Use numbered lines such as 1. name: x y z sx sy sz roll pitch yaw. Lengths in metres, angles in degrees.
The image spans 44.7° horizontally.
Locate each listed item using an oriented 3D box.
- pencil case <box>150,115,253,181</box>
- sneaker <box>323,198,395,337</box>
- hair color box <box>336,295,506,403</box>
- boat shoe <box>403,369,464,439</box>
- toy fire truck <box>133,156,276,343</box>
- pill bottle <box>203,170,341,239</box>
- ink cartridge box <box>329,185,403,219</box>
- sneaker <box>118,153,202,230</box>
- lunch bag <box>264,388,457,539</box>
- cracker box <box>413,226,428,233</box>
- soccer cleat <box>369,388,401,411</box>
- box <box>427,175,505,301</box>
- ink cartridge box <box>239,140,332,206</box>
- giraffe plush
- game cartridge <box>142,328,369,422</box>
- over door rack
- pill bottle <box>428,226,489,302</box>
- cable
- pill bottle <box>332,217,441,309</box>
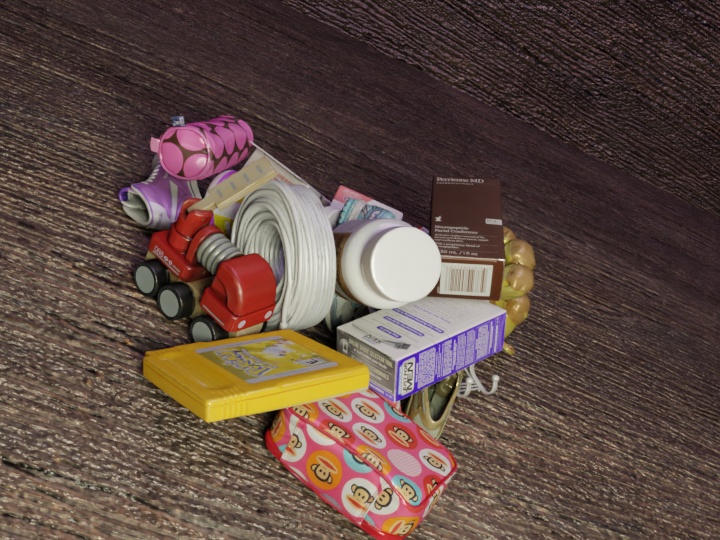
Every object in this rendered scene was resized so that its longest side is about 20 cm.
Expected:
1. pencil case: -0.234 -0.191 1.322 0.094 0.091 0.200 7 13 11
2. sneaker: 0.000 0.000 1.239 0.086 0.200 0.078 11 -2 13
3. hair color box: 0.078 0.087 1.105 0.200 0.065 0.109 -18 30 -38
4. boat shoe: 0.109 0.137 1.155 0.072 0.076 0.200 23 47 -8
5. toy fire truck: -0.164 -0.028 1.088 0.176 0.200 0.129 40 33 23
6. pill bottle: -0.127 -0.078 1.295 0.200 0.104 0.104 17 18 23
7. ink cartridge box: -0.019 -0.030 1.379 0.116 0.068 0.200 25 47 0
8. sneaker: -0.307 -0.128 1.305 0.114 0.073 0.201 9 31 -33
9. lunch bag: 0.008 0.199 0.995 0.200 0.082 0.176 36 24 16
10. cracker box: 0.084 -0.017 1.535 0.200 0.058 0.134 -3 40 -49
11. soccer cleat: 0.016 0.138 1.168 0.077 0.067 0.200 55 8 -23
12. box: 0.143 -0.049 1.195 0.100 0.075 0.200 3 36 3
13. ink cartridge box: -0.125 -0.129 1.425 0.116 0.068 0.200 37 1 19
14. giraffe plush: 0.210 0.051 1.423 0.162 0.200 0.173 53 31 -32
15. game cartridge: -0.120 0.110 0.970 0.200 0.032 0.176 -5 14 -37
16. over door rack: 0.103 0.106 1.303 0.148 0.067 0.200 4 35 -46
17. pill bottle: 0.144 -0.003 1.297 0.111 0.111 0.200 26 47 -8
18. cable: -0.102 -0.017 1.151 0.069 0.200 0.200 -2 38 -35
19. pill bottle: 0.025 -0.010 1.111 0.114 0.115 0.200 22 -4 -16
